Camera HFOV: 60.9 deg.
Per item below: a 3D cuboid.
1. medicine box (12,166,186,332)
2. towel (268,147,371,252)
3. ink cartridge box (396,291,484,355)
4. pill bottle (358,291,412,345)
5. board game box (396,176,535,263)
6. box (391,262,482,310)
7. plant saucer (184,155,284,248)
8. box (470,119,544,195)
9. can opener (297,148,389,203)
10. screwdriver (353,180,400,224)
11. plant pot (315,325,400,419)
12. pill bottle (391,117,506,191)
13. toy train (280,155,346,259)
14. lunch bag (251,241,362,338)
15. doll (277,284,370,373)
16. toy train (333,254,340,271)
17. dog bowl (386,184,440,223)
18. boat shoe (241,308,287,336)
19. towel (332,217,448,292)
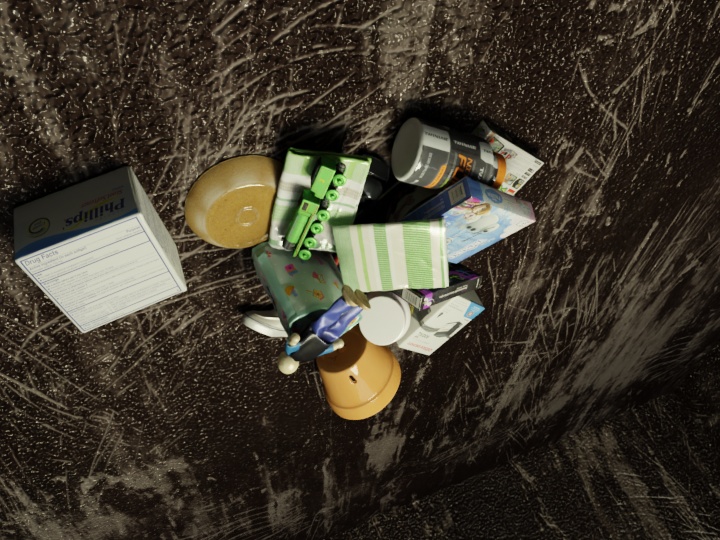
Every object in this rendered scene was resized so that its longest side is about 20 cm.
[{"bbox_3d":[-0.387,-0.027,0.931,0.177,0.105,0.202,-22,145,-8],"label":"medicine box"},{"bbox_3d":[-0.071,-0.109,1.022,0.144,0.031,0.203,0,138,-20],"label":"towel"},{"bbox_3d":[0.184,0.109,1.511,0.200,0.085,0.143,-43,143,22],"label":"ink cartridge box"},{"bbox_3d":[0.054,0.088,1.290,0.113,0.116,0.200,-33,-178,10],"label":"pill bottle"},{"bbox_3d":[0.183,-0.083,1.119,0.195,0.045,0.198,9,151,-41],"label":"board game box"},{"bbox_3d":[0.140,0.014,1.269,0.196,0.142,0.037,-16,126,-40],"label":"box"},{"bbox_3d":[-0.194,-0.101,1.028,0.194,0.036,0.203,-18,144,-13],"label":"plant saucer"},{"bbox_3d":[0.266,-0.210,1.201,0.197,0.035,0.110,14,128,-44],"label":"box"},{"bbox_3d":[-0.034,-0.167,1.046,0.196,0.082,0.062,12,170,-39],"label":"can opener"},{"bbox_3d":[0.044,-0.139,1.142,0.197,0.030,0.028,-35,145,19],"label":"screwdriver"},{"bbox_3d":[-0.017,0.224,1.445,0.196,0.202,0.142,-28,130,3],"label":"plant pot"},{"bbox_3d":[0.159,-0.189,1.065,0.194,0.108,0.107,9,134,-26],"label":"pill bottle"},{"bbox_3d":[-0.078,-0.097,0.990,0.055,0.042,0.202,17,130,-17],"label":"toy train"},{"bbox_3d":[-0.108,0.039,1.127,0.121,0.173,0.198,-39,155,19],"label":"lunch bag"},{"bbox_3d":[-0.068,0.111,1.045,0.199,0.049,0.135,-43,149,17],"label":"doll"},{"bbox_3d":[0.000,0.000,1.264,0.202,0.085,0.115,-52,155,21],"label":"toy train"},{"bbox_3d":[0.136,-0.104,1.216,0.194,0.075,0.203,-18,145,-13],"label":"dog bowl"},{"bbox_3d":[-0.159,0.099,1.293,0.196,0.070,0.072,17,100,-41],"label":"boat shoe"},{"bbox_3d":[0.057,-0.025,1.081,0.193,0.024,0.156,-3,131,8],"label":"towel"}]
